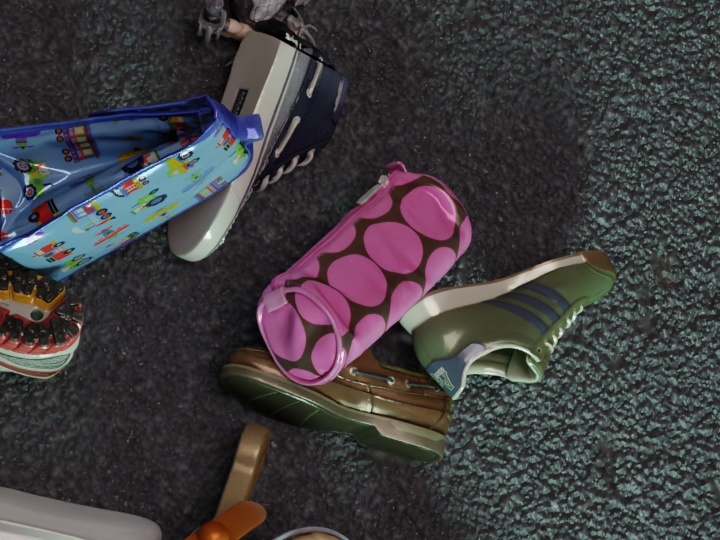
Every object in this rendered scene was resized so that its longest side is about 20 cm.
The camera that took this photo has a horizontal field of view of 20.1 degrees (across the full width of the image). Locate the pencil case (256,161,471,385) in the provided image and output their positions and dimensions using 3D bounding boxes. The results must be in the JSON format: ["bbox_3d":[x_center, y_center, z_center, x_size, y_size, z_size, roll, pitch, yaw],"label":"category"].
[{"bbox_3d":[0.000,0.000,1.579,0.200,0.090,0.094,-45,115,-43],"label":"pencil case"}]

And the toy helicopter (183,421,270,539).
[{"bbox_3d":[-0.107,0.200,1.520,0.078,0.133,0.201,14,61,7],"label":"toy helicopter"}]

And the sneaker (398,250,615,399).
[{"bbox_3d":[0.132,0.051,1.650,0.199,0.067,0.090,-14,67,-26],"label":"sneaker"}]

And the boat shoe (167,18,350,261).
[{"bbox_3d":[-0.075,-0.090,1.612,0.092,0.075,0.201,25,90,-41],"label":"boat shoe"}]

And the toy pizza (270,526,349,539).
[{"bbox_3d":[-0.050,0.291,1.518,0.200,0.032,0.202,-17,113,-45],"label":"toy pizza"}]

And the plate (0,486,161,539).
[{"bbox_3d":[-0.256,0.262,1.501,0.198,0.032,0.201,15,75,-17],"label":"plate"}]

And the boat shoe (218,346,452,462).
[{"bbox_3d":[-0.018,0.091,1.606,0.199,0.072,0.068,22,68,-25],"label":"boat shoe"}]

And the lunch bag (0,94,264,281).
[{"bbox_3d":[-0.165,-0.072,1.487,0.199,0.151,0.095,-18,79,4],"label":"lunch bag"}]

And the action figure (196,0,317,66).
[{"bbox_3d":[-0.107,-0.248,1.629,0.200,0.069,0.130,45,57,-13],"label":"action figure"}]

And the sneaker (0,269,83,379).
[{"bbox_3d":[-0.305,0.036,1.499,0.199,0.082,0.078,18,55,1],"label":"sneaker"}]
